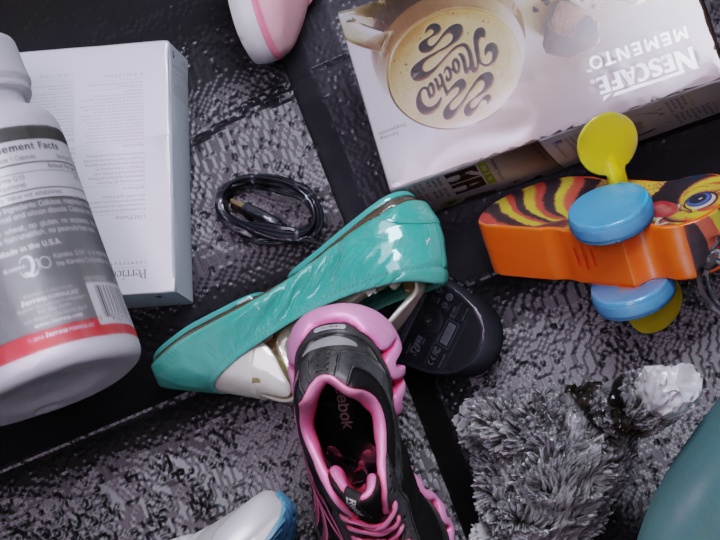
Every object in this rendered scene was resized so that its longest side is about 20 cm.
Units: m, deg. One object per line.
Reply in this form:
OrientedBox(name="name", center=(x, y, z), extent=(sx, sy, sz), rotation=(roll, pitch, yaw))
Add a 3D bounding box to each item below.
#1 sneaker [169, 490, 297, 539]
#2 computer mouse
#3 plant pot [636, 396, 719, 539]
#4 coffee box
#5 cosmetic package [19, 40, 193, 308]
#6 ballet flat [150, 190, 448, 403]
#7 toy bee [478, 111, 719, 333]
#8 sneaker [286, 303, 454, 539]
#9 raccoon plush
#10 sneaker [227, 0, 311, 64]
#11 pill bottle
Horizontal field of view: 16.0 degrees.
OrientedBox(name="sneaker", center=(-0.122, 0.186, 1.454), extent=(0.200, 0.077, 0.081), rotation=(-41, 73, 0))
OrientedBox(name="computer mouse", center=(0.000, 0.000, 1.491), extent=(0.200, 0.034, 0.059), rotation=(34, 105, 20))
OrientedBox(name="plant pot", center=(0.236, 0.150, 1.333), extent=(0.161, 0.200, 0.201), rotation=(-46, 74, 11))
OrientedBox(name="coffee box", center=(0.102, -0.118, 1.463), extent=(0.199, 0.080, 0.113), rotation=(-18, 75, 8))
OrientedBox(name="cosmetic package", center=(-0.201, -0.051, 1.526), extent=(0.199, 0.052, 0.151), rotation=(-3, 78, 11))
OrientedBox(name="ballet flat", center=(-0.033, 0.033, 1.449), extent=(0.200, 0.067, 0.071), rotation=(-33, 69, 20))
OrientedBox(name="toy bee", center=(0.169, -0.017, 1.419), extent=(0.200, 0.131, 0.109), rotation=(33, 53, 32))
OrientedBox(name="sneaker", center=(0.003, 0.123, 1.402), extent=(0.079, 0.095, 0.201), rotation=(-15, 109, 7))
OrientedBox(name="raccoon plush", center=(0.109, 0.129, 1.371), extent=(0.096, 0.200, 0.135), rotation=(2, 78, -17))
OrientedBox(name="sneaker", center=(-0.023, -0.222, 1.510), extent=(0.104, 0.075, 0.201), rotation=(-2, 75, 16))
OrientedBox(name="pill bottle", center=(-0.207, -0.023, 1.439), extent=(0.114, 0.114, 0.201), rotation=(-23, 78, 6))
